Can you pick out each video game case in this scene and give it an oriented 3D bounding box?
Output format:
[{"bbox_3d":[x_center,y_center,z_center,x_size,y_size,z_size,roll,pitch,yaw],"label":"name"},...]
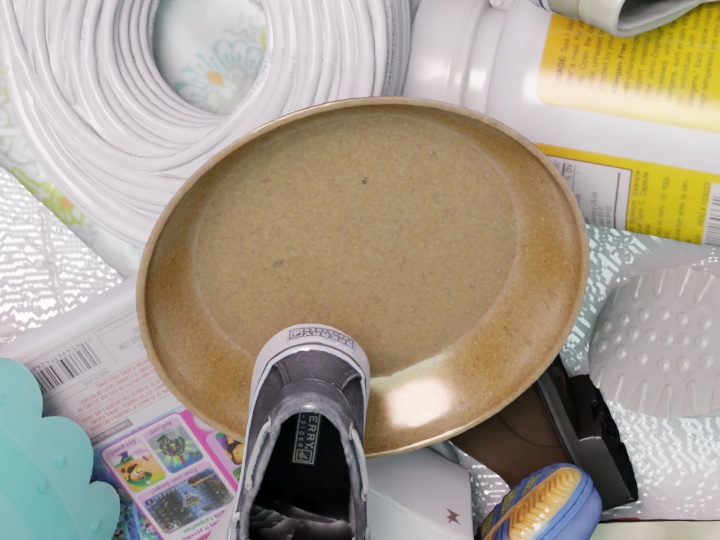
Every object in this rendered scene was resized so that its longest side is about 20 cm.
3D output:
[{"bbox_3d":[-0.075,0.079,0.879,0.199,0.024,0.183,-27,115,11],"label":"video game case"}]

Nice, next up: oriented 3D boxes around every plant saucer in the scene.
[{"bbox_3d":[0.000,0.000,0.749,0.198,0.036,0.201,-5,129,-7],"label":"plant saucer"}]

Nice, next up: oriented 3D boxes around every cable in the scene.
[{"bbox_3d":[-0.075,-0.107,0.783,0.198,0.069,0.202,2,100,20],"label":"cable"}]

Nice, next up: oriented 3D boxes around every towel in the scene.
[{"bbox_3d":[-0.097,-0.086,0.864,0.200,0.048,0.171,43,102,-2],"label":"towel"}]

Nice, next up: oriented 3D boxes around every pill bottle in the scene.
[{"bbox_3d":[0.122,-0.076,0.800,0.198,0.113,0.114,10,102,12],"label":"pill bottle"}]

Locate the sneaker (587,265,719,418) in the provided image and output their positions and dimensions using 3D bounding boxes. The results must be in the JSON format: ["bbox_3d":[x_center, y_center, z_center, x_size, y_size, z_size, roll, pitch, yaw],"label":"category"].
[{"bbox_3d":[0.196,0.042,0.811,0.199,0.080,0.077,-1,75,48],"label":"sneaker"}]

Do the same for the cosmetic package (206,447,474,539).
[{"bbox_3d":[-0.036,0.171,0.871,0.101,0.071,0.201,30,113,-11],"label":"cosmetic package"}]

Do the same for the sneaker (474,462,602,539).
[{"bbox_3d":[0.072,0.186,0.836,0.088,0.075,0.201,34,111,4],"label":"sneaker"}]

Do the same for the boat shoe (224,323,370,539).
[{"bbox_3d":[-0.026,0.124,0.765,0.071,0.068,0.201,6,123,-4],"label":"boat shoe"}]

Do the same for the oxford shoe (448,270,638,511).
[{"bbox_3d":[0.062,0.049,0.844,0.084,0.073,0.201,-22,110,16],"label":"oxford shoe"}]

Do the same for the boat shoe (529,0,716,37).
[{"bbox_3d":[0.150,-0.145,0.757,0.062,0.199,0.072,44,141,27],"label":"boat shoe"}]

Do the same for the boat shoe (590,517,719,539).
[{"bbox_3d":[0.193,0.161,0.869,0.199,0.063,0.074,4,81,7],"label":"boat shoe"}]

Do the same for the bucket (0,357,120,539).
[{"bbox_3d":[-0.235,0.138,0.842,0.205,0.135,0.208,14,131,16],"label":"bucket"}]
